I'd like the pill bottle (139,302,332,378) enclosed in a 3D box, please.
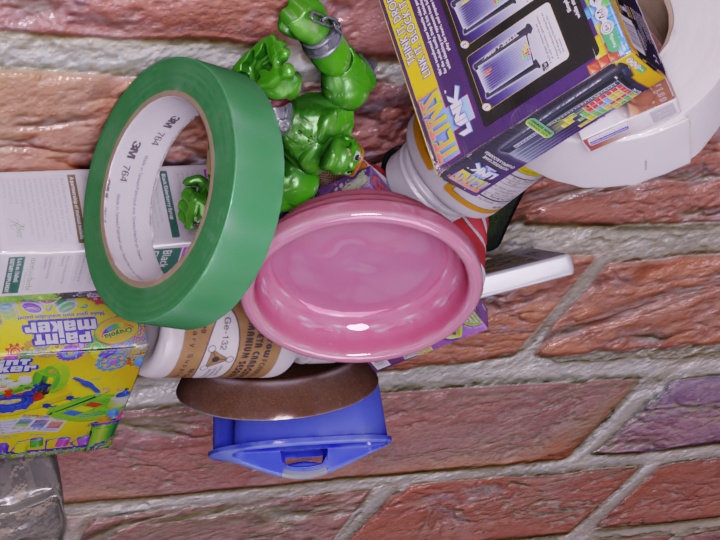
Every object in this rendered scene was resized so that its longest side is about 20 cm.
[{"bbox_3d":[-0.111,0.041,1.550,0.198,0.115,0.114,2,147,-30],"label":"pill bottle"}]

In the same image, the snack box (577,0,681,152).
[{"bbox_3d":[0.161,-0.185,1.203,0.071,0.202,0.024,-23,153,13],"label":"snack box"}]

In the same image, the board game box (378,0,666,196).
[{"bbox_3d":[0.104,-0.180,1.183,0.165,0.202,0.057,-31,149,28],"label":"board game box"}]

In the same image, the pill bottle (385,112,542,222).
[{"bbox_3d":[0.114,-0.118,1.393,0.109,0.110,0.200,14,140,-43],"label":"pill bottle"}]

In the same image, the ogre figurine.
[{"bbox_3d":[-0.056,-0.116,1.322,0.119,0.098,0.202,7,101,-47],"label":"ogre figurine"}]

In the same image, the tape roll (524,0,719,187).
[{"bbox_3d":[0.180,-0.164,1.250,0.201,0.204,0.071,-18,152,3],"label":"tape roll"}]

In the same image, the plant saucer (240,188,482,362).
[{"bbox_3d":[0.000,0.000,1.378,0.198,0.051,0.201,-2,143,-1],"label":"plant saucer"}]

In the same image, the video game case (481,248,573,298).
[{"bbox_3d":[0.090,0.013,1.611,0.198,0.023,0.182,-15,-177,-4],"label":"video game case"}]

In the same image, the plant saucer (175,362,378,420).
[{"bbox_3d":[-0.082,0.097,1.642,0.198,0.035,0.200,-3,-165,1],"label":"plant saucer"}]

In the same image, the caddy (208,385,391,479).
[{"bbox_3d":[-0.064,0.165,1.761,0.198,0.106,0.141,0,169,-27],"label":"caddy"}]

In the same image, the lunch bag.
[{"bbox_3d":[-0.355,0.205,1.658,0.116,0.165,0.201,-15,151,-13],"label":"lunch bag"}]

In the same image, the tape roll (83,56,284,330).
[{"bbox_3d":[-0.137,-0.058,1.272,0.048,0.202,0.200,11,142,-40],"label":"tape roll"}]

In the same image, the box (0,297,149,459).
[{"bbox_3d":[-0.309,0.070,1.489,0.198,0.123,0.193,-2,149,-23],"label":"box"}]

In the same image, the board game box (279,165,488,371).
[{"bbox_3d":[0.011,0.003,1.449,0.119,0.033,0.200,-19,132,27],"label":"board game box"}]

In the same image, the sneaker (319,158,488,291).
[{"bbox_3d":[0.037,-0.064,1.496,0.200,0.113,0.071,40,129,-20],"label":"sneaker"}]

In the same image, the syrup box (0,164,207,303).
[{"bbox_3d":[-0.212,-0.031,1.405,0.198,0.082,0.079,-3,150,-21],"label":"syrup box"}]

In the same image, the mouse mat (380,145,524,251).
[{"bbox_3d":[0.080,-0.063,1.579,0.159,0.008,0.201,-7,151,-17],"label":"mouse mat"}]
